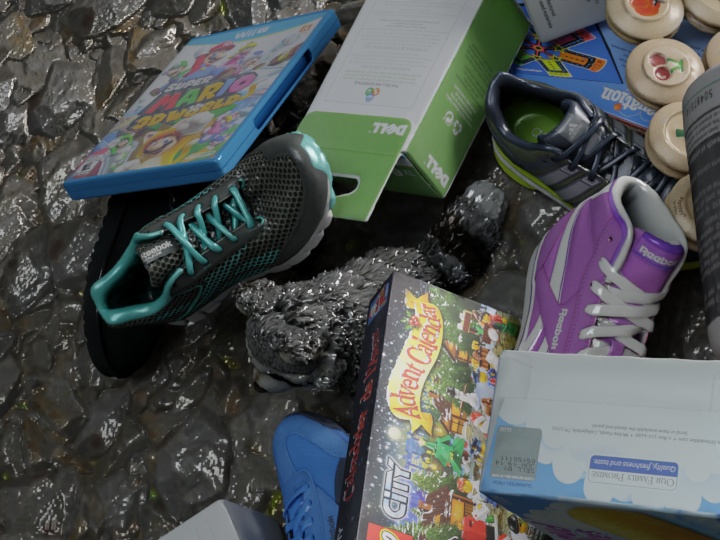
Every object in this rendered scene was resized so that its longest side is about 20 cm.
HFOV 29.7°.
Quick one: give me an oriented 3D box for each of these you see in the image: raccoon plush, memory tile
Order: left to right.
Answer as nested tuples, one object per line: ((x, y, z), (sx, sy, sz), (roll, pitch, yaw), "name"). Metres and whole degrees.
((0.000, 0.000, 0.881), (0.096, 0.134, 0.201), (22, 81, 33), "raccoon plush")
((0.242, -0.109, 0.836), (0.152, 0.017, 0.201), (-8, 64, -4), "memory tile")

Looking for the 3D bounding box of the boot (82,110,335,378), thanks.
((-0.108, -0.017, 0.988), (0.161, 0.073, 0.200), (2, 72, 22), "boot")

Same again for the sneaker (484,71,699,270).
((0.152, -0.065, 0.862), (0.199, 0.081, 0.074), (30, 85, 33), "sneaker")

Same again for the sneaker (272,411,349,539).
((-0.018, 0.171, 0.844), (0.201, 0.078, 0.066), (58, 140, 32), "sneaker")

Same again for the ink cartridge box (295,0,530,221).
((0.024, -0.108, 0.923), (0.103, 0.059, 0.201), (11, 67, 41), "ink cartridge box")

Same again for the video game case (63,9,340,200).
((-0.113, -0.124, 0.995), (0.142, 0.018, 0.200), (-6, 36, 33), "video game case")

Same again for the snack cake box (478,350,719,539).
((0.147, 0.102, 0.635), (0.114, 0.200, 0.068), (0, 68, 30), "snack cake box")

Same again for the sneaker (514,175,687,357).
((0.138, 0.035, 0.770), (0.114, 0.072, 0.202), (132, 149, -52), "sneaker")

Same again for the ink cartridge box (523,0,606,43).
((0.190, -0.262, 0.909), (0.199, 0.084, 0.145), (-19, 57, 13), "ink cartridge box")

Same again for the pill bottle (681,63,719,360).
((0.237, -0.009, 0.722), (0.112, 0.113, 0.201), (-10, 70, 23), "pill bottle")

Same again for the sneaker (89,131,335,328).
((-0.098, -0.015, 0.869), (0.200, 0.091, 0.078), (-40, 78, 33), "sneaker")

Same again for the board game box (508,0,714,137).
((0.171, -0.155, 0.927), (0.199, 0.019, 0.103), (28, 82, 33), "board game box")

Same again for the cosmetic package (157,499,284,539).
((-0.130, 0.250, 0.877), (0.200, 0.081, 0.113), (-35, 60, 9), "cosmetic package")

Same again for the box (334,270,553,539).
((0.061, 0.109, 0.778), (0.038, 0.136, 0.201), (128, 157, -48), "box")
